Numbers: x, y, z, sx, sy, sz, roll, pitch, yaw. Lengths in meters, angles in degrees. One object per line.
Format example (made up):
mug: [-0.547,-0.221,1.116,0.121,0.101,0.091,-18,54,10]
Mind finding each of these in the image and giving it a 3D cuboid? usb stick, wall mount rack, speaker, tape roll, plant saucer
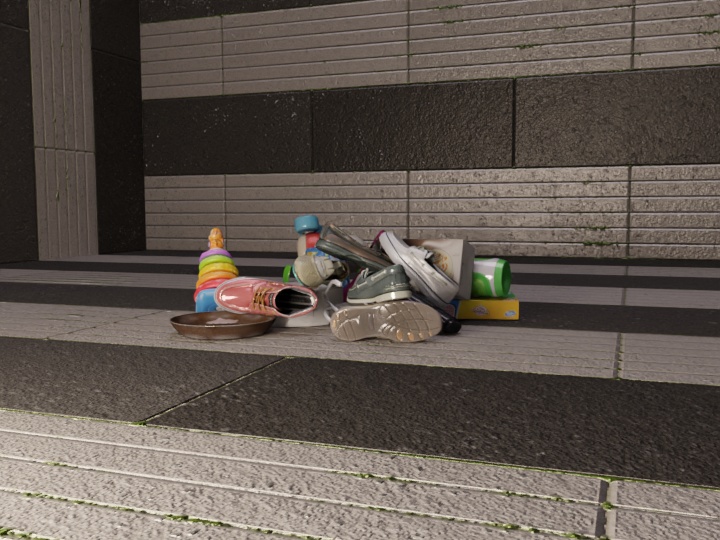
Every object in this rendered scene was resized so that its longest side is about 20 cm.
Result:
usb stick: [0.110,0.064,1.462,0.200,0.033,0.055,32,9,39]
wall mount rack: [0.024,0.079,1.496,0.173,0.075,0.200,38,22,21]
speaker: [0.219,0.013,1.637,0.199,0.089,0.088,2,5,28]
tape roll: [-0.134,0.069,1.581,0.201,0.071,0.202,0,5,0]
plant saucer: [-0.257,0.103,1.425,0.199,0.032,0.200,1,5,0]

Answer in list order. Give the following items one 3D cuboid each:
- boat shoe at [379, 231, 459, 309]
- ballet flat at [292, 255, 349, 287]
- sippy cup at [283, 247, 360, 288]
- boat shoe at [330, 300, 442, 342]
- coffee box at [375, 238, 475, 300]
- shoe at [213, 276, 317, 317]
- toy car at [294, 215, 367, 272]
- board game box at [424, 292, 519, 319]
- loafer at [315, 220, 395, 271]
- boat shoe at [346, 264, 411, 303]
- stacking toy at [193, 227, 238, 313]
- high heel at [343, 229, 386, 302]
boat shoe: [0.122,-0.015,1.512,0.067,0.200,0.073,-45,-16,18]
ballet flat: [-0.072,-0.005,1.485,0.062,0.068,0.200,-26,-8,14]
sippy cup: [-0.082,0.014,1.747,0.139,0.131,0.178,-1,-5,27]
boat shoe: [0.048,0.087,1.353,0.198,0.076,0.072,2,3,8]
coffee box: [0.130,-0.004,1.590,0.199,0.115,0.080,3,-10,28]
shoe: [-0.177,0.050,1.426,0.199,0.072,0.091,4,-1,-6]
toy car: [-0.052,-0.042,1.891,0.199,0.186,0.177,-9,-11,2]
board game box: [0.238,0.075,1.650,0.198,0.041,0.153,0,5,5]
loafer: [0.010,-0.039,1.524,0.199,0.063,0.072,22,-12,-14]
boat shoe: [0.030,0.025,1.347,0.072,0.062,0.200,-7,-1,-24]
stacking toy: [-0.308,-0.006,1.631,0.109,0.201,0.116,-3,-28,-14]
high heel: [0.000,0.000,1.670,0.096,0.201,0.067,9,-20,24]
